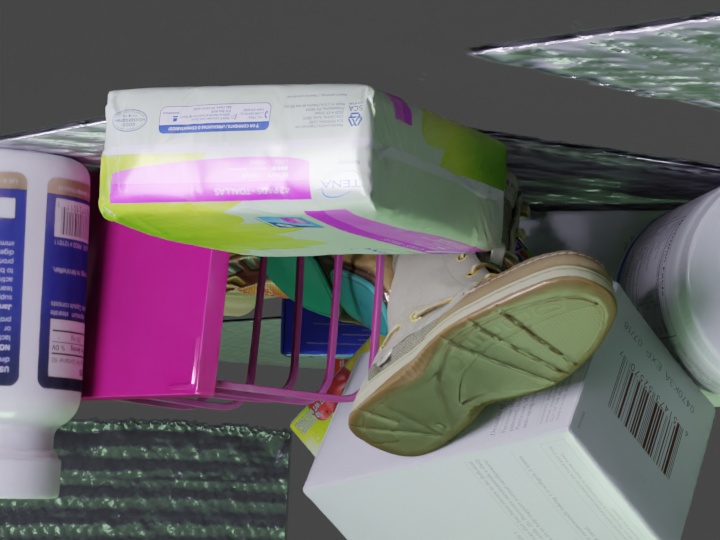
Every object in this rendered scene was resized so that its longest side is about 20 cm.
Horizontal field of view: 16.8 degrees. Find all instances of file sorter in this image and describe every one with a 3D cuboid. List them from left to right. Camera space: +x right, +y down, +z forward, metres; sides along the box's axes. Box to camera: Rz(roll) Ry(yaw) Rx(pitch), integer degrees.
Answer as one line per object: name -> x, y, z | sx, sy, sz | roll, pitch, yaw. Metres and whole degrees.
file sorter -> -0.088, 0.014, 1.475 | 0.125, 0.140, 0.199 | 10, 171, -32

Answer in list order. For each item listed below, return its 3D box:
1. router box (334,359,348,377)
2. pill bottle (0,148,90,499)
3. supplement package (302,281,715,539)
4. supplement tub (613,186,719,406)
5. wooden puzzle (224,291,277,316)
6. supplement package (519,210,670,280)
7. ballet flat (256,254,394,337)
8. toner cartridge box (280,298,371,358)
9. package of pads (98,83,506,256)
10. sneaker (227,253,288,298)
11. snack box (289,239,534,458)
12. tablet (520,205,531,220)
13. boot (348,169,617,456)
router box -> 0.056, 0.084, 1.904 | 0.049, 0.202, 0.179 | 7, 172, -43
pill bottle -> -0.220, 0.034, 1.447 | 0.115, 0.202, 0.116 | 2, 174, 0
supplement package -> 0.087, 0.105, 1.431 | 0.199, 0.118, 0.117 | -17, 127, 38
supplement tub -> 0.231, 0.014, 1.456 | 0.131, 0.133, 0.200 | 3, 175, -7
wooden puzzle -> -0.129, -0.004, 1.894 | 0.184, 0.047, 0.200 | 4, 170, -25
supplement package -> 0.139, 0.024, 1.650 | 0.198, 0.121, 0.121 | 0, 174, 22
ballet flat -> 0.000, 0.000, 1.543 | 0.063, 0.069, 0.200 | -29, -154, -19
toner cartridge box -> 0.044, 0.018, 1.767 | 0.198, 0.096, 0.043 | 2, 176, 6
package of pads -> -0.028, -0.046, 1.234 | 0.153, 0.069, 0.200 | -1, 174, 23
sneaker -> -0.057, -0.014, 1.714 | 0.198, 0.074, 0.077 | 6, -164, -6
snack box -> 0.065, 0.086, 1.576 | 0.200, 0.142, 0.053 | -49, 168, 31
tablet -> 0.000, -0.042, 1.577 | 0.198, 0.014, 0.130 | 0, 174, 20
boot -> 0.072, 0.000, 1.351 | 0.072, 0.156, 0.200 | 30, 140, -21
